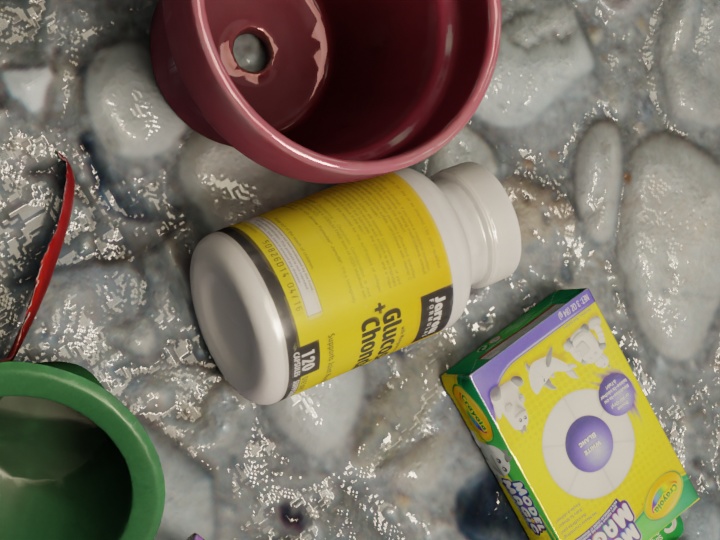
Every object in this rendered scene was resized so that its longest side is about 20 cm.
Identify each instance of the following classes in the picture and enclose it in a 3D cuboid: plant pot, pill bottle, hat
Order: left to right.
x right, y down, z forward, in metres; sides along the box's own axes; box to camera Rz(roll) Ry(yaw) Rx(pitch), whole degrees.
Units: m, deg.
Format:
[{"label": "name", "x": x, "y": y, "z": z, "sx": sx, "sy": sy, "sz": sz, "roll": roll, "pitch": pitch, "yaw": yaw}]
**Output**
[{"label": "hat", "x": -0.192, "y": 0.082, "z": 1.108, "sx": 0.165, "sy": 0.177, "sz": 0.200, "roll": 40, "pitch": 109, "yaw": -20}, {"label": "plant pot", "x": -0.042, "y": -0.149, "z": 1.106, "sx": 0.198, "sy": 0.179, "sz": 0.203, "roll": 2, "pitch": 86, "yaw": -26}, {"label": "pill bottle", "x": 0.000, "y": 0.000, "z": 1.153, "sx": 0.199, "sy": 0.112, "sz": 0.113, "roll": -22, "pitch": 96, "yaw": -25}]

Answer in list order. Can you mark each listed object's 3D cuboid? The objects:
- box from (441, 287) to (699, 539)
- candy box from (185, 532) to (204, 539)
[{"label": "box", "x": 0.152, "y": 0.128, "z": 1.256, "sx": 0.117, "sy": 0.048, "sz": 0.201, "roll": -34, "pitch": 103, "yaw": -23}, {"label": "candy box", "x": -0.054, "y": 0.282, "z": 1.080, "sx": 0.200, "sy": 0.071, "sz": 0.168, "roll": 40, "pitch": 26, "yaw": -19}]
